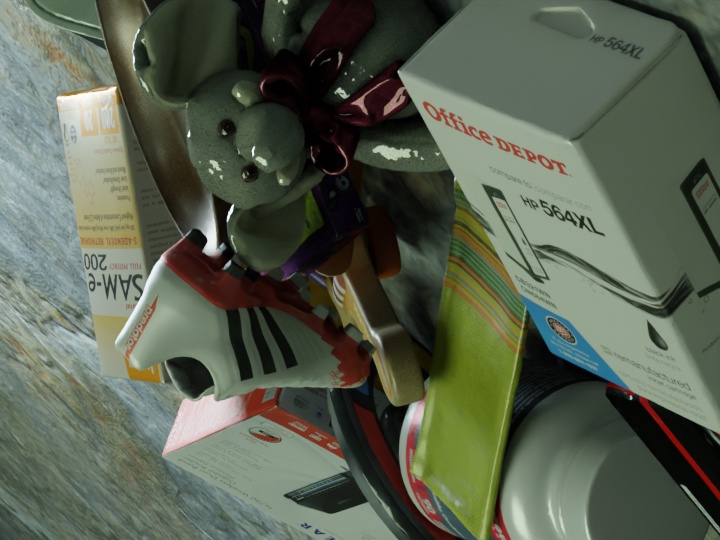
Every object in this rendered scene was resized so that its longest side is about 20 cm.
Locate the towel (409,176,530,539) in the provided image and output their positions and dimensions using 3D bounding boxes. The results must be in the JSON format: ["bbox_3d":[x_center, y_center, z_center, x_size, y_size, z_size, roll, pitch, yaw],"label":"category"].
[{"bbox_3d":[0.065,0.051,1.628,0.086,0.018,0.201,47,135,52],"label":"towel"}]

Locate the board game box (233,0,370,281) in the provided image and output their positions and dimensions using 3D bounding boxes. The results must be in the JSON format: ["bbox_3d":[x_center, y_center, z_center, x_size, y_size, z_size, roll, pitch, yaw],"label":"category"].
[{"bbox_3d":[-0.063,-0.096,1.645,0.120,0.032,0.201,-34,76,58],"label":"board game box"}]

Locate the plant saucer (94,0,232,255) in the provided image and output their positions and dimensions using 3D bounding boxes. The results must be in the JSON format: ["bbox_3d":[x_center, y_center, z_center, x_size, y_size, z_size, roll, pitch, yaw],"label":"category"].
[{"bbox_3d":[-0.108,-0.102,1.629,0.200,0.032,0.201,158,90,-78],"label":"plant saucer"}]

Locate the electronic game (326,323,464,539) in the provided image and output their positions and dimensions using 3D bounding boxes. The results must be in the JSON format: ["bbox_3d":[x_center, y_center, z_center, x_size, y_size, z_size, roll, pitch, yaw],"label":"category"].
[{"bbox_3d":[0.044,0.118,1.842,0.200,0.042,0.201,45,-156,-27],"label":"electronic game"}]

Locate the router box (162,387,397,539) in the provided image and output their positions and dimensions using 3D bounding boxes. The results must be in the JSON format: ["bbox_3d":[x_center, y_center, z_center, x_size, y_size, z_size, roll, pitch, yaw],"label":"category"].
[{"bbox_3d":[-0.012,0.137,1.985,0.199,0.049,0.179,30,153,-20],"label":"router box"}]

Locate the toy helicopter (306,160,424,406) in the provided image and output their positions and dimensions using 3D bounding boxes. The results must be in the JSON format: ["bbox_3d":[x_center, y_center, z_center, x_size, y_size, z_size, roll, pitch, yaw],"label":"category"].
[{"bbox_3d":[0.000,0.000,1.707,0.200,0.078,0.133,-116,16,-46],"label":"toy helicopter"}]

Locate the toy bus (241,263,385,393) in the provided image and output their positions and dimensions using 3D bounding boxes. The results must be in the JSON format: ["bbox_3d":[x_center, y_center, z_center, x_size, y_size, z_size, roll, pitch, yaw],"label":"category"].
[{"bbox_3d":[-0.038,0.040,1.997,0.200,0.065,0.078,55,160,-23],"label":"toy bus"}]

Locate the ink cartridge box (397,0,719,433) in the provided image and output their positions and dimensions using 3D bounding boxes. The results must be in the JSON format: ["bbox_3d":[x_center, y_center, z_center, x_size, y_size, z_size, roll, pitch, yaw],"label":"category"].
[{"bbox_3d":[0.123,-0.035,1.377,0.146,0.084,0.200,26,154,51],"label":"ink cartridge box"}]

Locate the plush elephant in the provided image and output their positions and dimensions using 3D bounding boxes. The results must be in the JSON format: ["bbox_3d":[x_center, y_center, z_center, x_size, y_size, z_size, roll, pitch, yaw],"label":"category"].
[{"bbox_3d":[-0.029,-0.093,1.498,0.165,0.155,0.200,51,163,-14],"label":"plush elephant"}]

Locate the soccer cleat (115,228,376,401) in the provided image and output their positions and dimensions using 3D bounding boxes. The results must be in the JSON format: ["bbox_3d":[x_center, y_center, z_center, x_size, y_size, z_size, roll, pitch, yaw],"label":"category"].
[{"bbox_3d":[-0.064,0.040,1.586,0.069,0.085,0.200,42,-172,31],"label":"soccer cleat"}]

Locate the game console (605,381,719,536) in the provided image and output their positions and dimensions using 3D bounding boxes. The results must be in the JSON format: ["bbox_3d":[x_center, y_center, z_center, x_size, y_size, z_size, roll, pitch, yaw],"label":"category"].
[{"bbox_3d":[0.220,0.132,1.501,0.200,0.031,0.177,51,172,-8],"label":"game console"}]

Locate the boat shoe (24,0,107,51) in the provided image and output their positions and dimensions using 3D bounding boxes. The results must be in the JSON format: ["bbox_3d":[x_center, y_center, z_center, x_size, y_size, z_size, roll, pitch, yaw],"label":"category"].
[{"bbox_3d":[-0.115,-0.152,1.752,0.199,0.076,0.060,31,-172,21],"label":"boat shoe"}]

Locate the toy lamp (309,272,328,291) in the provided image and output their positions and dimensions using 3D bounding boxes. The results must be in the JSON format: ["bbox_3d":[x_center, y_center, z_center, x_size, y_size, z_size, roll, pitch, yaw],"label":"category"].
[{"bbox_3d":[-0.064,-0.070,1.826,0.200,0.058,0.058,52,163,-7],"label":"toy lamp"}]

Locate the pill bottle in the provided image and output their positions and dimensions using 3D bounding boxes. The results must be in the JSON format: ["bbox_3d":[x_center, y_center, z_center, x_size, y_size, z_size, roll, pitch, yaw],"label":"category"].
[{"bbox_3d":[0.118,0.120,1.687,0.120,0.120,0.200,54,162,-23],"label":"pill bottle"}]

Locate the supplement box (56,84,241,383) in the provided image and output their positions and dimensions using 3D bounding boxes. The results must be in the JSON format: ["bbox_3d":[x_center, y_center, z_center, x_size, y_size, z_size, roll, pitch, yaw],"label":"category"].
[{"bbox_3d":[-0.140,-0.029,1.916,0.126,0.073,0.202,0,100,65],"label":"supplement box"}]
